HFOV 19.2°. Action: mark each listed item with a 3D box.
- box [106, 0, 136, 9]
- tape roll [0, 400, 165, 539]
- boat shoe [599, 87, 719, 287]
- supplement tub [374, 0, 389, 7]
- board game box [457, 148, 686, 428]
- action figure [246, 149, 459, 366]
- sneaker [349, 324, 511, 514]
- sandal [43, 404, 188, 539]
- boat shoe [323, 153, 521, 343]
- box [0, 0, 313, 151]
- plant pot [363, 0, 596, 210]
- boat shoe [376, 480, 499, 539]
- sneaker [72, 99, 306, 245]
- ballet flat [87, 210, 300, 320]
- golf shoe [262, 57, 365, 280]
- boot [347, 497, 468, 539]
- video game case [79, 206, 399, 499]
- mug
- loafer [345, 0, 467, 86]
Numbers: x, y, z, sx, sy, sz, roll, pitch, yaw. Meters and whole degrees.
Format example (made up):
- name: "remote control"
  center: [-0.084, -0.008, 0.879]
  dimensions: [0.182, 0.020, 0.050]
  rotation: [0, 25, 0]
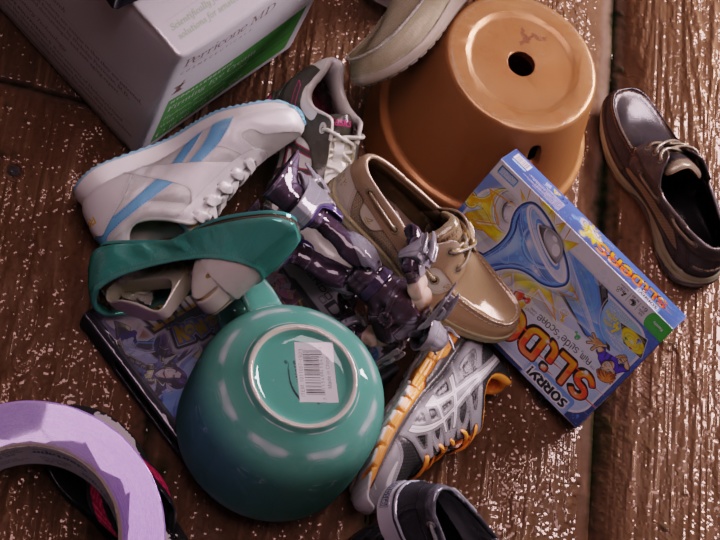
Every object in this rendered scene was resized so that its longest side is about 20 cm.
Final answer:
- name: "box"
  center: [-0.143, -0.320, 1.668]
  dimensions: [0.200, 0.104, 0.148]
  rotation: [-30, 77, -29]
- name: "tape roll"
  center: [-0.243, 0.200, 1.560]
  dimensions: [0.199, 0.066, 0.201]
  rotation: [1, 73, -4]
- name: "boat shoe"
  center: [0.283, -0.085, 1.912]
  dimensions: [0.074, 0.073, 0.200]
  rotation: [-17, 70, -26]
- name: "supplement tub"
  center: [0.068, -0.338, 1.887]
  dimensions: [0.144, 0.200, 0.145]
  rotation: [9, 52, -12]
- name: "board game box"
  center: [0.156, 0.016, 1.781]
  dimensions: [0.200, 0.135, 0.034]
  rotation: [45, 33, 8]
- name: "action figure"
  center: [0.000, 0.000, 1.690]
  dimensions: [0.200, 0.130, 0.069]
  rotation: [39, 32, -7]
- name: "sneaker"
  center: [0.058, 0.124, 1.727]
  dimensions: [0.077, 0.078, 0.200]
  rotation: [37, 57, -3]
- name: "sandal"
  center: [-0.175, 0.180, 1.634]
  dimensions: [0.075, 0.045, 0.200]
  rotation: [-30, 76, -28]
- name: "boat shoe"
  center: [0.060, -0.016, 1.730]
  dimensions: [0.200, 0.064, 0.071]
  rotation: [38, 44, -14]
- name: "box"
  center: [-0.165, -0.252, 1.788]
  dimensions: [0.200, 0.171, 0.199]
  rotation: [47, 59, 9]
- name: "plant pot"
  center: [0.116, -0.145, 1.848]
  dimensions: [0.199, 0.140, 0.201]
  rotation: [7, 62, -14]
- name: "boat shoe"
  center: [0.092, 0.236, 1.636]
  dimensions: [0.200, 0.068, 0.072]
  rotation: [56, 48, -24]
- name: "sneaker"
  center: [-0.131, -0.074, 1.748]
  dimensions: [0.199, 0.077, 0.081]
  rotation: [-26, 75, -2]
- name: "ballet flat"
  center: [-0.131, 0.005, 1.650]
  dimensions: [0.067, 0.199, 0.071]
  rotation: [37, 52, -47]
- name: "golf shoe"
  center: [-0.036, -0.086, 1.779]
  dimensions: [0.077, 0.088, 0.201]
  rotation: [8, 54, -33]
- name: "boot"
  center: [0.024, 0.253, 1.667]
  dimensions: [0.200, 0.075, 0.097]
  rotation: [-27, 100, -39]
- name: "video game case"
  center: [-0.097, 0.062, 1.734]
  dimensions: [0.200, 0.026, 0.181]
  rotation: [-32, 77, -30]
- name: "mug"
  center: [-0.070, 0.094, 1.645]
  dimensions: [0.185, 0.114, 0.152]
  rotation: [40, 59, 4]
- name: "loafer"
  center: [0.053, -0.240, 1.797]
  dimensions: [0.068, 0.076, 0.200]
  rotation: [44, 84, -16]
